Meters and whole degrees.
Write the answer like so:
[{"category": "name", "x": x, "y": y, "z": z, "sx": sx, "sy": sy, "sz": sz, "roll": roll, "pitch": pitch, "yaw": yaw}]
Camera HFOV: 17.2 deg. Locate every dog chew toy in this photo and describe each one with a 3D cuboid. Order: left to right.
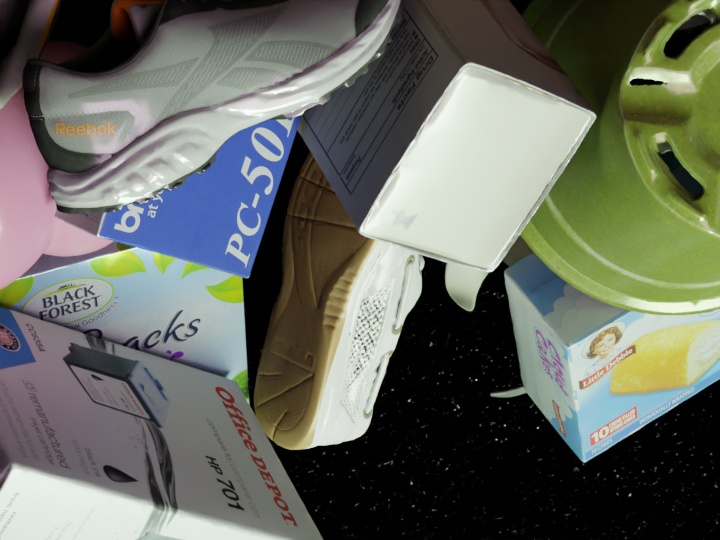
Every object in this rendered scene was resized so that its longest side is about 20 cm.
[{"category": "dog chew toy", "x": -0.159, "y": -0.057, "z": 1.170, "sx": 0.199, "sy": 0.125, "sz": 0.125, "roll": -15, "pitch": 134, "yaw": -29}]

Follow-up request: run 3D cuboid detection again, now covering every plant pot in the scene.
[{"category": "plant pot", "x": 0.170, "y": -0.076, "z": 1.165, "sx": 0.199, "sy": 0.190, "sz": 0.201, "roll": 0, "pitch": 90, "yaw": -3}]

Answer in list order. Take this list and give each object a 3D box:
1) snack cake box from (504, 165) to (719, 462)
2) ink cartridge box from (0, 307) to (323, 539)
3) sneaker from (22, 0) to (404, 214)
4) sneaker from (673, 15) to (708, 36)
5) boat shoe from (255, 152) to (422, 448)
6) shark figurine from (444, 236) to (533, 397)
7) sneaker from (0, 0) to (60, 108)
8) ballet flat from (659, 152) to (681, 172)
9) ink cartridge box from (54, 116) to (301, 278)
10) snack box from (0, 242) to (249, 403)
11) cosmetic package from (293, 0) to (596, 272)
[{"category": "snack cake box", "x": 0.184, "y": 0.006, "z": 1.332, "sx": 0.199, "sy": 0.067, "sz": 0.115, "roll": -30, "pitch": 145, "yaw": -12}, {"category": "ink cartridge box", "x": -0.135, "y": 0.105, "z": 1.202, "sx": 0.199, "sy": 0.147, "sz": 0.086, "roll": 19, "pitch": 115, "yaw": -38}, {"category": "sneaker", "x": -0.062, "y": -0.101, "z": 1.059, "sx": 0.200, "sy": 0.074, "sz": 0.080, "roll": -33, "pitch": 113, "yaw": -25}, {"category": "sneaker", "x": 0.214, "y": -0.208, "z": 1.287, "sx": 0.199, "sy": 0.070, "sz": 0.094, "roll": -29, "pitch": 118, "yaw": -1}, {"category": "boat shoe", "x": 0.000, "y": 0.000, "z": 1.297, "sx": 0.069, "sy": 0.071, "sz": 0.201, "roll": 3, "pitch": 110, "yaw": -43}, {"category": "shark figurine", "x": 0.099, "y": -0.017, "z": 1.375, "sx": 0.128, "sy": 0.090, "sz": 0.215, "roll": -14, "pitch": 135, "yaw": 31}, {"category": "sneaker", "x": -0.151, "y": -0.169, "z": 1.044, "sx": 0.075, "sy": 0.090, "sz": 0.201, "roll": 2, "pitch": 118, "yaw": -13}, {"category": "ballet flat", "x": 0.253, "y": -0.090, "z": 1.407, "sx": 0.199, "sy": 0.069, "sz": 0.071, "roll": -30, "pitch": 155, "yaw": -3}, {"category": "ink cartridge box", "x": -0.068, "y": -0.105, "z": 1.126, "sx": 0.094, "sy": 0.044, "sz": 0.201, "roll": 16, "pitch": 94, "yaw": -40}, {"category": "snack box", "x": -0.164, "y": 0.041, "z": 1.283, "sx": 0.199, "sy": 0.068, "sz": 0.169, "roll": -16, "pitch": 134, "yaw": -18}, {"category": "cosmetic package", "x": 0.020, "y": -0.104, "z": 1.163, "sx": 0.087, "sy": 0.200, "sz": 0.104, "roll": 17, "pitch": 119, "yaw": -35}]
